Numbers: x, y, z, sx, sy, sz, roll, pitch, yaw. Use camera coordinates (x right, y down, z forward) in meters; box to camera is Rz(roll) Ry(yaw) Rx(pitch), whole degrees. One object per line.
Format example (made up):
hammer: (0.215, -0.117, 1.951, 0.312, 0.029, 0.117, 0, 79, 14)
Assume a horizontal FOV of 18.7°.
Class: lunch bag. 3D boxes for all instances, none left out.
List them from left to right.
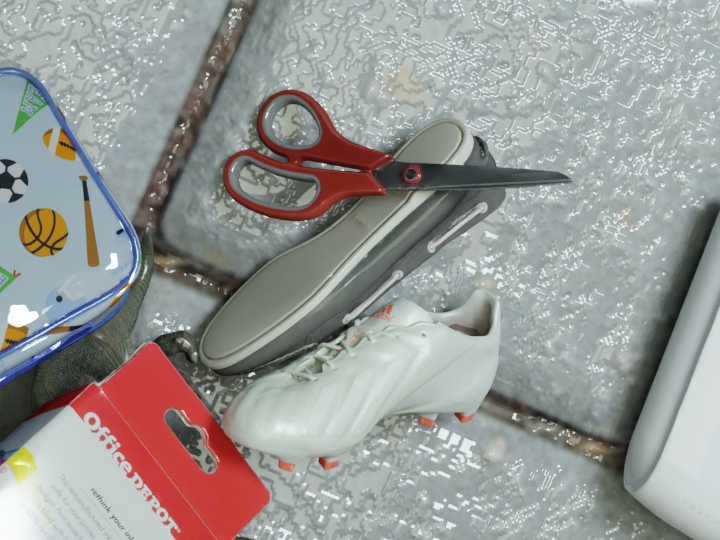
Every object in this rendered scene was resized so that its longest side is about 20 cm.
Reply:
lunch bag: (-0.223, -0.003, 1.149, 0.199, 0.076, 0.161, -30, 87, -19)

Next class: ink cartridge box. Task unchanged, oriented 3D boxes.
ink cartridge box: (-0.154, 0.142, 1.124, 0.200, 0.067, 0.116, -43, 102, -32)

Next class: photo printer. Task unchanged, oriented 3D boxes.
photo printer: (0.253, 0.074, 1.283, 0.166, 0.069, 0.201, 21, 92, -13)

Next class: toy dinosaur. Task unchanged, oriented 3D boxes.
toy dinosaur: (-0.142, 0.077, 1.205, 0.102, 0.077, 0.201, 7, 99, -19)

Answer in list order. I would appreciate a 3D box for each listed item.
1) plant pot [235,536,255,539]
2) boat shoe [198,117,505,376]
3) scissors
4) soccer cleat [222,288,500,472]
plant pot: (-0.073, 0.263, 1.178, 0.199, 0.198, 0.201, -1, 97, -12)
boat shoe: (0.000, 0.000, 1.227, 0.200, 0.067, 0.057, -42, 123, 0)
scissors: (0.016, -0.046, 1.196, 0.199, 0.014, 0.073, 18, 81, 24)
soccer cleat: (0.002, 0.054, 1.196, 0.199, 0.069, 0.078, -12, 122, -46)
